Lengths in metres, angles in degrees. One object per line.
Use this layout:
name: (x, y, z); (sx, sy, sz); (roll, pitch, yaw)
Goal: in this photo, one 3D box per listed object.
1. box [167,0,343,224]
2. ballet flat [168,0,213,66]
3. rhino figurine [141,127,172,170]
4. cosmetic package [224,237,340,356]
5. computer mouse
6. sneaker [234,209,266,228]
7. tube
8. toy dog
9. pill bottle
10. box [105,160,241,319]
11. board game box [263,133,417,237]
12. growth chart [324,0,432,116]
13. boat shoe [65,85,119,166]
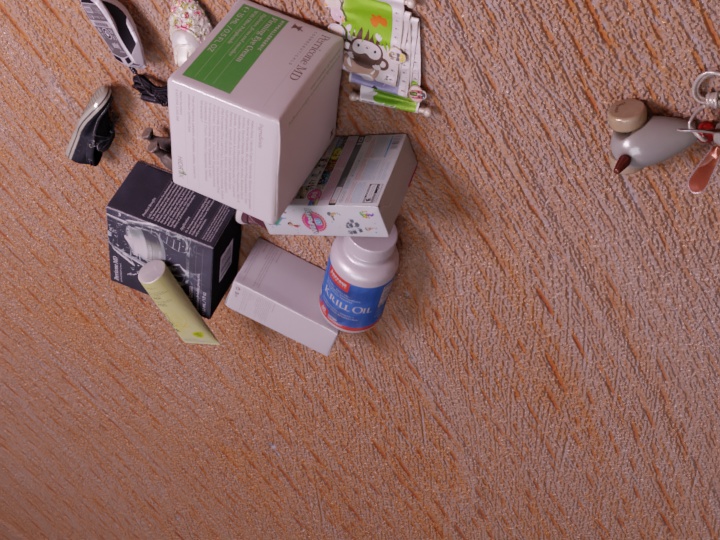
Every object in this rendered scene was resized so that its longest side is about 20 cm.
box: (-0.142, -0.218, 1.498); (0.169, 0.200, 0.201); (23, 142, 11)
ballet flat: (-0.236, -0.296, 1.578); (0.075, 0.064, 0.202); (8, 137, 21)
rhino figurine: (-0.244, -0.198, 1.691); (0.198, 0.061, 0.087); (-8, 151, 34)
cosmetic package: (-0.114, 0.045, 1.854); (0.198, 0.113, 0.081); (29, 141, -1)
computer mouse: (-0.337, -0.331, 1.602); (0.109, 0.044, 0.201); (23, 148, 48)
sneaker: (-0.130, -0.127, 1.712); (0.114, 0.076, 0.201); (19, 151, 0)
tube: (-0.307, 0.065, 1.841); (0.058, 0.052, 0.201); (49, 169, 44)
toy dog: (0.392, -0.155, 1.367); (0.198, 0.097, 0.132); (-14, 127, 39)
pill bottle: (0.000, 0.000, 1.741); (0.111, 0.113, 0.201); (21, 141, 5)
box: (-0.314, -0.050, 1.849); (0.194, 0.125, 0.201); (22, 141, 8)
board game box: (-0.033, -0.124, 1.593); (0.197, 0.149, 0.065); (2, 139, 27)
growth chart: (0.022, -0.299, 1.472); (0.143, 0.018, 0.202); (10, 138, 20)
boat shoe: (-0.422, -0.229, 1.750); (0.062, 0.075, 0.200); (28, 146, -12)
